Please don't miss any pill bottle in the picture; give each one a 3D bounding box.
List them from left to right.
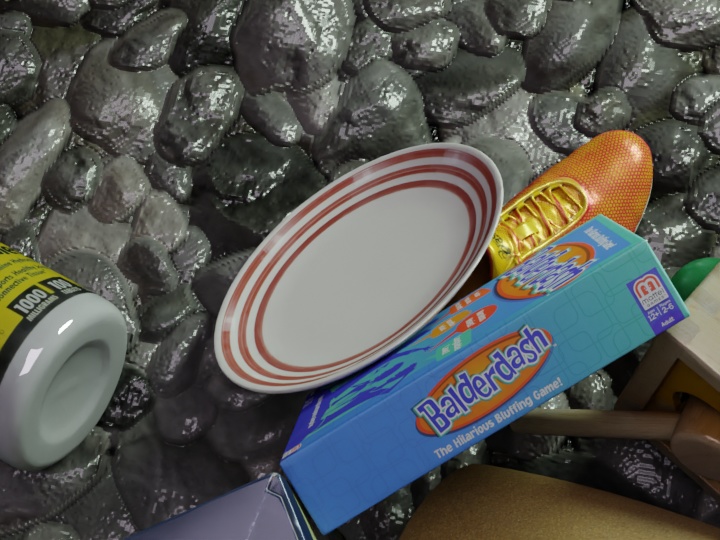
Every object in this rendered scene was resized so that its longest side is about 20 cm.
[{"bbox_3d":[-0.252,0.030,0.822,0.199,0.113,0.113,26,76,17],"label":"pill bottle"}]

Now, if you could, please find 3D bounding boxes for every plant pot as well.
[{"bbox_3d":[0.115,0.190,0.682,0.199,0.187,0.187,29,76,32],"label":"plant pot"}]

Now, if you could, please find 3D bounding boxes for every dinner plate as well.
[{"bbox_3d":[0.000,0.000,0.791,0.199,0.024,0.201,-27,33,19],"label":"dinner plate"}]

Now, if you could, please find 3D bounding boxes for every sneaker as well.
[{"bbox_3d":[0.101,-0.012,0.798,0.200,0.077,0.073,-43,70,-8],"label":"sneaker"}]

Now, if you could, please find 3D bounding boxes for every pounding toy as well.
[{"bbox_3d":[0.203,0.075,0.707,0.200,0.184,0.142,41,76,15],"label":"pounding toy"}]

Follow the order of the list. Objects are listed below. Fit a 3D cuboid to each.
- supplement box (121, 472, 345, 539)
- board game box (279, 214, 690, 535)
[{"bbox_3d":[-0.087,0.219,0.677,0.199,0.200,0.135,-24,69,0],"label":"supplement box"},{"bbox_3d":[0.059,0.046,0.687,0.199,0.152,0.045,-32,94,5],"label":"board game box"}]
